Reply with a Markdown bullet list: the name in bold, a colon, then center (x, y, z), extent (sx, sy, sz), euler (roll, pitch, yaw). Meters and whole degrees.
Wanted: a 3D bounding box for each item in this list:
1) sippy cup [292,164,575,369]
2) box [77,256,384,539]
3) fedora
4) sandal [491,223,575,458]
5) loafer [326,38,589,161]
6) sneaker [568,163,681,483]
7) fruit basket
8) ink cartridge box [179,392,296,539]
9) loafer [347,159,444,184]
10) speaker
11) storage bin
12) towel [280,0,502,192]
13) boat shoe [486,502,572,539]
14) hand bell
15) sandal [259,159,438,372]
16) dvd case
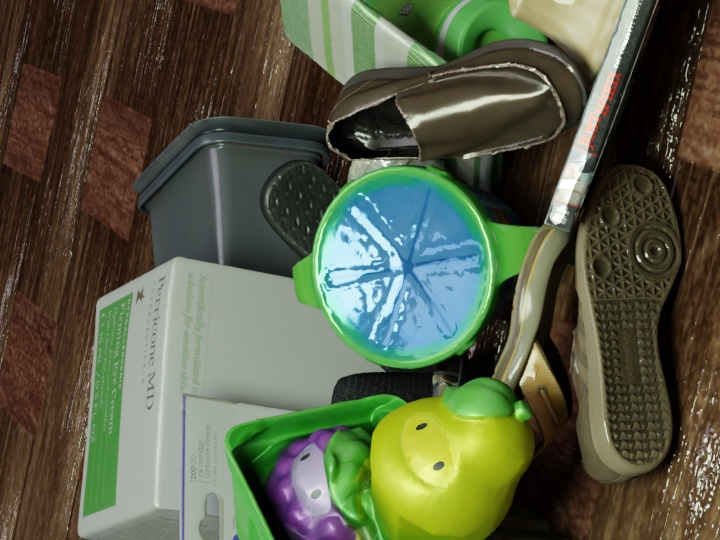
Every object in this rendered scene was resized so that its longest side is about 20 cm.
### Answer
- **sippy cup**: center (0.053, -0.006, 1.683), extent (0.177, 0.130, 0.140), euler (29, 104, 19)
- **box**: center (-0.095, 0.115, 1.899), extent (0.171, 0.199, 0.200), euler (-24, 58, 59)
- **fedora**: center (0.017, 0.132, 1.709), extent (0.201, 0.091, 0.202), euler (-169, 90, -88)
- **sandal**: center (0.115, 0.069, 1.576), extent (0.080, 0.054, 0.201), euler (-1, -74, -80)
- **loafer**: center (0.060, -0.099, 1.623), extent (0.199, 0.073, 0.071), euler (-9, 27, 37)
- **sneaker**: center (0.155, 0.034, 1.547), extent (0.076, 0.070, 0.201), euler (144, 133, -65)
- **fruit basket**: center (0.020, 0.152, 1.512), extent (0.215, 0.155, 0.217), euler (34, 129, 56)
- **ink cartridge box**: center (-0.047, 0.197, 1.765), extent (0.043, 0.199, 0.199), euler (-35, 50, 54)
- **loafer**: center (0.027, -0.047, 1.820), extent (0.070, 0.070, 0.200), euler (-54, -8, -14)
- **speaker**: center (0.060, -0.166, 1.804), extent (0.200, 0.088, 0.089), euler (18, 98, 65)
- **storage bin**: center (-0.097, -0.026, 2.019), extent (0.200, 0.145, 0.135), euler (146, 125, -61)
- **towel**: center (0.022, -0.144, 1.736), extent (0.023, 0.200, 0.153), euler (-47, -15, -14)
- **boat shoe**: center (0.105, 0.204, 1.597), extent (0.200, 0.074, 0.069), euler (-142, 63, -74)
- **hand bell**: center (0.078, -0.207, 1.615), extent (0.104, 0.199, 0.105), euler (21, -90, -90)
- **sandal**: center (0.000, 0.000, 1.787), extent (0.075, 0.200, 0.045), euler (-44, 15, -14)
- **dvd case**: center (0.164, -0.129, 1.545), extent (0.146, 0.022, 0.201), euler (-46, -25, -76)
